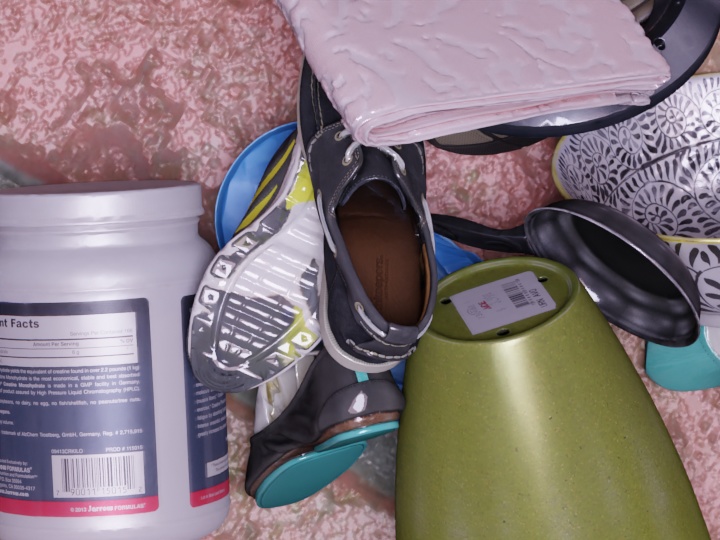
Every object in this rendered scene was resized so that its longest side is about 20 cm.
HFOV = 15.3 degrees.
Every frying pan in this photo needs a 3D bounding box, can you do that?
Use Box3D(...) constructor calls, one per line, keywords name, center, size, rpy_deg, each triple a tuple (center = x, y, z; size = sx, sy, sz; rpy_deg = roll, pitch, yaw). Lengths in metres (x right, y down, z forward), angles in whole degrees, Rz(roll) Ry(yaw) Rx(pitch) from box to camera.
Box3D(name="frying pan", center=(0.122, -0.001, 1.489), size=(0.115, 0.190, 0.031), rpy_deg=(45, 71, -22))

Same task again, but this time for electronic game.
Box3D(name="electronic game", center=(0.107, -0.153, 1.520), size=(0.199, 0.201, 0.042), rpy_deg=(-15, 140, -4))

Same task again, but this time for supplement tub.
Box3D(name="supplement tub", center=(-0.147, 0.053, 1.518), size=(0.140, 0.140, 0.201), rpy_deg=(-3, 95, -5))

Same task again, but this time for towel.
Box3D(name="towel", center=(0.043, -0.149, 1.443), size=(0.190, 0.200, 0.032), rpy_deg=(-8, 137, -25))

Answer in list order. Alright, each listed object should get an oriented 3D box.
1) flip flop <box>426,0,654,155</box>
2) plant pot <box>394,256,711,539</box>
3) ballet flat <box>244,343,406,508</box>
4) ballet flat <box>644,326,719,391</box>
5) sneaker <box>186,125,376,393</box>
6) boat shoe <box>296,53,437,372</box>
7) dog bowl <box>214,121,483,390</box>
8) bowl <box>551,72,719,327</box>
Box3D(name="flip flop", center=(0.120, -0.132, 1.568), size=(0.200, 0.081, 0.058), rpy_deg=(-33, 68, -1))
Box3D(name="plant pot", center=(0.094, 0.100, 1.492), size=(0.186, 0.187, 0.201), rpy_deg=(-16, 117, -4))
Box3D(name="ballet flat", center=(-0.023, 0.080, 1.519), size=(0.068, 0.200, 0.069), rpy_deg=(-11, 76, -23))
Box3D(name="ballet flat", center=(0.263, 0.019, 1.590), size=(0.199, 0.070, 0.068), rpy_deg=(-21, 95, -3))
Box3D(name="sneaker", center=(-0.033, -0.018, 1.493), size=(0.074, 0.085, 0.201), rpy_deg=(32, 79, -5))
Box3D(name="boat shoe", center=(0.008, -0.050, 1.426), size=(0.071, 0.068, 0.201), rpy_deg=(-2, 74, -13))
Box3D(name="dog bowl", center=(0.000, 0.000, 1.574), size=(0.111, 0.050, 0.200), rpy_deg=(-44, 97, -1))
Box3D(name="bowl", center=(0.214, -0.029, 1.541), size=(0.200, 0.201, 0.095), rpy_deg=(-12, 120, -4))
